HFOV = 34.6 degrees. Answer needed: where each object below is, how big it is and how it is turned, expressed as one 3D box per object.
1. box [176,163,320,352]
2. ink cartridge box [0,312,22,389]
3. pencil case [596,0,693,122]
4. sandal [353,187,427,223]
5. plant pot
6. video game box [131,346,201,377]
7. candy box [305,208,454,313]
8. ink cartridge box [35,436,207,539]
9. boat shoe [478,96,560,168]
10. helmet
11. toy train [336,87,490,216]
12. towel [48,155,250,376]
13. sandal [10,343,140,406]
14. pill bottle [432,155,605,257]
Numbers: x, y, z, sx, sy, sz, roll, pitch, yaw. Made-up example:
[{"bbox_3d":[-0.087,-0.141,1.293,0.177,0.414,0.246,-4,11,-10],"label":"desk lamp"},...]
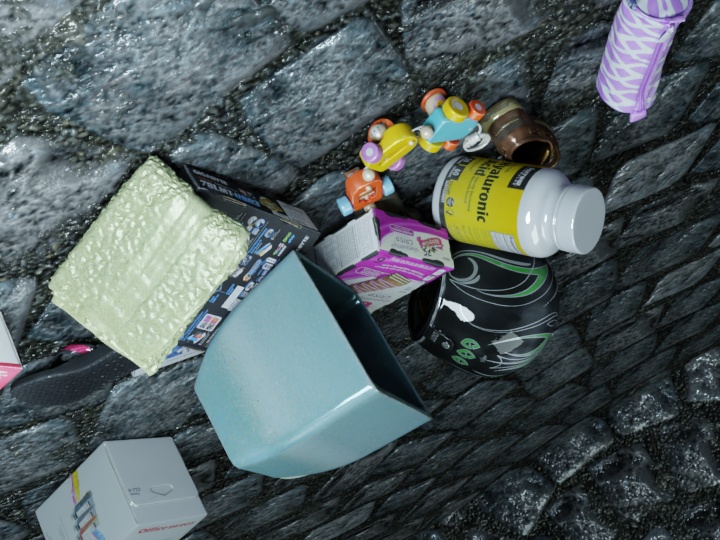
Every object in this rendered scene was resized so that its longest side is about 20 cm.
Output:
[{"bbox_3d":[-0.172,-0.004,1.285,0.198,0.050,0.200,20,115,-47],"label":"box"},{"bbox_3d":[-0.478,0.122,1.205,0.200,0.085,0.144,-40,154,20],"label":"ink cartridge box"},{"bbox_3d":[0.340,-0.271,1.386,0.083,0.086,0.200,-24,157,-10],"label":"pencil case"},{"bbox_3d":[0.046,-0.055,1.507,0.081,0.055,0.200,-31,157,3],"label":"sandal"},{"bbox_3d":[-0.071,0.133,1.335,0.199,0.197,0.196,-36,154,8],"label":"plant pot"},{"bbox_3d":[-0.199,0.040,1.421,0.181,0.047,0.200,-22,154,-25],"label":"video game box"},{"bbox_3d":[0.000,0.000,1.467,0.136,0.061,0.199,12,149,-41],"label":"candy box"},{"bbox_3d":[-0.362,0.366,1.750,0.200,0.145,0.145,-43,153,27],"label":"ink cartridge box"},{"bbox_3d":[0.214,-0.156,1.486,0.072,0.068,0.200,-37,156,16],"label":"boat shoe"},{"bbox_3d":[0.175,0.046,1.564,0.189,0.201,0.200,14,142,-12],"label":"helmet"},{"bbox_3d":[0.052,-0.144,1.346,0.199,0.056,0.150,-28,161,-3],"label":"toy train"},{"bbox_3d":[-0.217,-0.004,1.182,0.200,0.148,0.037,-51,-177,18],"label":"towel"},{"bbox_3d":[-0.330,0.113,1.398,0.199,0.045,0.075,-23,147,11],"label":"sandal"},{"bbox_3d":[0.197,-0.077,1.439,0.111,0.199,0.112,-19,115,-48],"label":"pill bottle"}]
